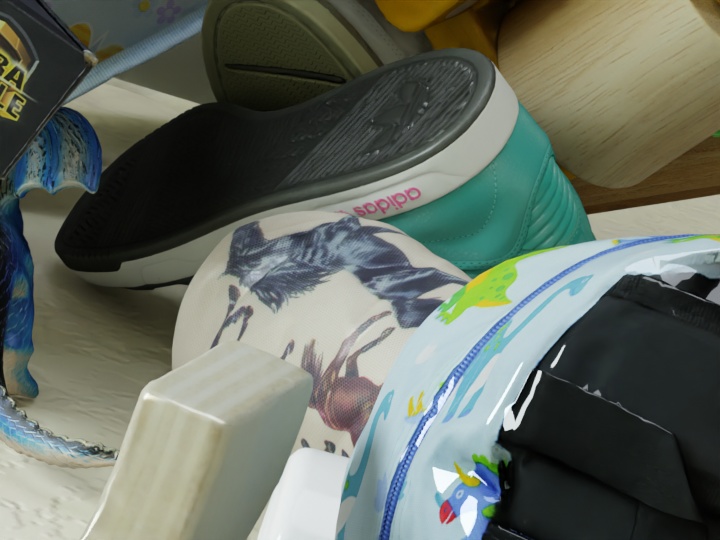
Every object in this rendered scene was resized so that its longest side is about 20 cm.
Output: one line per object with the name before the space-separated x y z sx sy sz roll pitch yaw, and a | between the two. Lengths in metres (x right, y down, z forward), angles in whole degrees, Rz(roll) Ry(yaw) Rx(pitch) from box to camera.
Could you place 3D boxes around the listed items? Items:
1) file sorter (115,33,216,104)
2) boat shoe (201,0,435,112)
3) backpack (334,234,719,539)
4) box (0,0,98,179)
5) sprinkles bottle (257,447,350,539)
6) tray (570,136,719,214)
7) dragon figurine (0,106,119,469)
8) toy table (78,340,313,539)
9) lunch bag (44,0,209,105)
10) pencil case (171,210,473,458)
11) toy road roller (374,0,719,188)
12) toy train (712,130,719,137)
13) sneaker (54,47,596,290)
file sorter | -0.007 -0.152 1.167 0.139 0.125 0.200 14 -23 -42
boat shoe | 0.013 -0.056 0.976 0.075 0.068 0.200 8 -28 33
backpack | 0.092 0.072 0.561 0.200 0.163 0.154 22 -1 -29
box | -0.187 -0.125 0.769 0.200 0.050 0.199 34 8 -37
sprinkles bottle | 0.070 0.100 0.655 0.200 0.068 0.068 17 15 -2
tray | 0.095 -0.062 1.086 0.200 0.037 0.099 -9 35 26
dragon figurine | -0.111 -0.019 0.824 0.059 0.099 0.200 10 16 -24
toy table | -0.064 0.082 0.478 0.200 0.117 0.184 19 15 3
lunch bag | -0.128 -0.143 1.057 0.200 0.127 0.170 -28 30 -11
pencil case | 0.026 0.050 0.777 0.078 0.089 0.200 -24 34 -25
toy road roller | 0.038 -0.118 0.876 0.146 0.123 0.200 -26 83 -50
toy train | 0.101 -0.072 1.012 0.200 0.042 0.056 12 14 43
sneaker | 0.000 0.000 0.927 0.200 0.084 0.121 -10 -50 46
